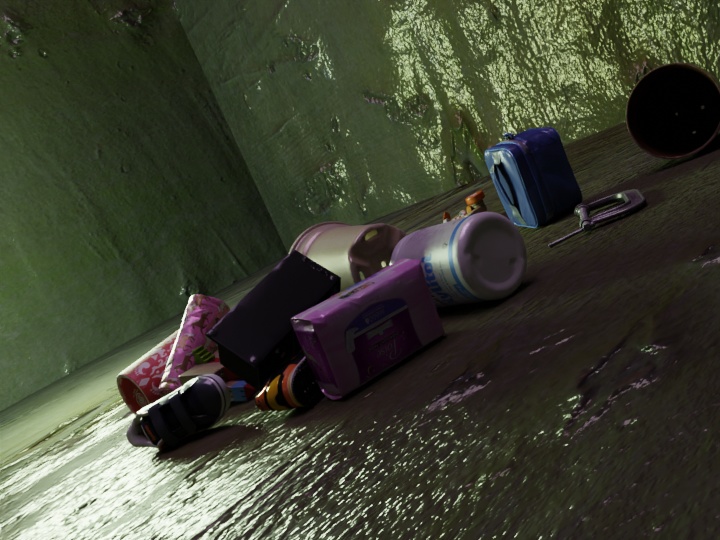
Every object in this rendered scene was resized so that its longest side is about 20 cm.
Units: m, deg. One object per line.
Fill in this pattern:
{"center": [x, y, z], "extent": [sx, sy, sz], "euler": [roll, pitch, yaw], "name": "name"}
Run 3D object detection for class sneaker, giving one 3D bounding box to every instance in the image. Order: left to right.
{"center": [-0.278, 0.222, 1.293], "extent": [0.200, 0.079, 0.079], "euler": [-34, -5, 37], "name": "sneaker"}
{"center": [-0.083, 0.141, 1.235], "extent": [0.090, 0.070, 0.200], "euler": [-19, 10, 26], "name": "sneaker"}

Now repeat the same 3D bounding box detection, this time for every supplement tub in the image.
{"center": [0.149, -0.012, 1.328], "extent": [0.132, 0.132, 0.200], "euler": [-29, 7, -30], "name": "supplement tub"}

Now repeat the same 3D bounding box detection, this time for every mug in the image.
{"center": [-0.341, 0.204, 1.614], "extent": [0.133, 0.178, 0.200], "euler": [26, 44, 32], "name": "mug"}

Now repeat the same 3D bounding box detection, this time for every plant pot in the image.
{"center": [0.000, 0.000, 1.463], "extent": [0.200, 0.201, 0.183], "euler": [-29, 7, -30], "name": "plant pot"}
{"center": [0.665, -0.320, 1.769], "extent": [0.186, 0.188, 0.200], "euler": [-21, -6, 30], "name": "plant pot"}

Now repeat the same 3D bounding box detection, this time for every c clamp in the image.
{"center": [0.417, -0.103, 1.512], "extent": [0.170, 0.027, 0.200], "euler": [-22, 8, 22], "name": "c clamp"}

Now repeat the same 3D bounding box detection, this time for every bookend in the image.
{"center": [-0.126, 0.110, 1.298], "extent": [0.200, 0.092, 0.199], "euler": [-46, -24, -33], "name": "bookend"}

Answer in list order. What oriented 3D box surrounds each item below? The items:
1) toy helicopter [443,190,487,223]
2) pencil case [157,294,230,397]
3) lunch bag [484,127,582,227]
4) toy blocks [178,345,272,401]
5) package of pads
{"center": [0.222, -0.111, 2.070], "extent": [0.200, 0.079, 0.132], "euler": [-34, 10, -34], "name": "toy helicopter"}
{"center": [-0.292, 0.141, 1.523], "extent": [0.087, 0.082, 0.201], "euler": [129, 157, -63], "name": "pencil case"}
{"center": [0.338, -0.191, 1.733], "extent": [0.132, 0.201, 0.136], "euler": [-29, 13, -14], "name": "lunch bag"}
{"center": [-0.204, 0.168, 1.451], "extent": [0.136, 0.100, 0.200], "euler": [-8, 14, 28], "name": "toy blocks"}
{"center": [0.015, 0.077, 1.168], "extent": [0.199, 0.121, 0.076], "euler": [-28, 13, -28], "name": "package of pads"}
